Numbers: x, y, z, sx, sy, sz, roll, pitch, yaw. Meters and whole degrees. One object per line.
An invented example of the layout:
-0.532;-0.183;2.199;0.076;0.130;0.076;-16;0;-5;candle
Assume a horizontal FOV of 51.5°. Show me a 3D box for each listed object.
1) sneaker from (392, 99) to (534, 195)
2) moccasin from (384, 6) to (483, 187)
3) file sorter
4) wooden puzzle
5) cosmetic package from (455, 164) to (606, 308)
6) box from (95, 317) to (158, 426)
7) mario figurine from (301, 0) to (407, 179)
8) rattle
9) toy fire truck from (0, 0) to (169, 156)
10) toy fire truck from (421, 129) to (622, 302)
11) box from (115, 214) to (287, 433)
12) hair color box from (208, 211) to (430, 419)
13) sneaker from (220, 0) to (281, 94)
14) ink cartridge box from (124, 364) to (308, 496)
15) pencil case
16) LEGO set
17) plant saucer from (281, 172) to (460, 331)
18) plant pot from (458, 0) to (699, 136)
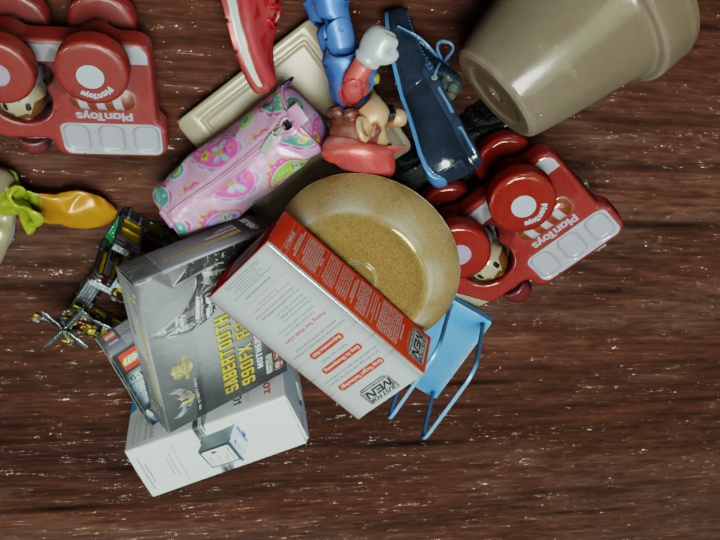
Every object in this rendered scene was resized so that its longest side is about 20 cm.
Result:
0.137;-0.138;0.875;0.200;0.076;0.091;-24;127;13;sneaker
0.077;-0.186;0.786;0.068;0.080;0.200;-18;82;10;moccasin
0.032;0.085;0.894;0.200;0.123;0.139;30;119;-1;file sorter
-0.072;-0.154;0.840;0.200;0.037;0.185;-33;118;13;wooden puzzle
0.190;-0.041;0.930;0.200;0.073;0.104;-26;120;5;cosmetic package
-0.188;0.075;0.870;0.200;0.040;0.137;-36;140;-22;box
0.007;-0.188;0.737;0.106;0.123;0.200;-6;107;22;mario figurine
-0.354;-0.016;0.760;0.143;0.200;0.130;29;111;-19;rattle
-0.300;-0.182;0.747;0.200;0.112;0.168;-2;137;-9;toy fire truck
0.163;-0.040;0.816;0.200;0.112;0.168;-39;116;21;toy fire truck
-0.163;0.057;0.808;0.158;0.048;0.200;-25;130;-32;box
-0.037;0.048;0.738;0.200;0.061;0.101;42;122;-14;hair color box
-0.082;-0.282;0.732;0.115;0.078;0.200;-14;112;-4;sneaker
-0.178;0.173;0.932;0.200;0.147;0.086;-21;121;1;ink cartridge box
-0.125;-0.111;0.787;0.200;0.088;0.087;-33;120;19;pencil case
-0.259;0.034;0.856;0.200;0.116;0.154;-44;117;13;LEGO set
0.000;0.000;0.763;0.200;0.035;0.201;8;121;14;plant saucer
0.195;-0.232;0.740;0.175;0.200;0.200;-42;118;3;plant pot
